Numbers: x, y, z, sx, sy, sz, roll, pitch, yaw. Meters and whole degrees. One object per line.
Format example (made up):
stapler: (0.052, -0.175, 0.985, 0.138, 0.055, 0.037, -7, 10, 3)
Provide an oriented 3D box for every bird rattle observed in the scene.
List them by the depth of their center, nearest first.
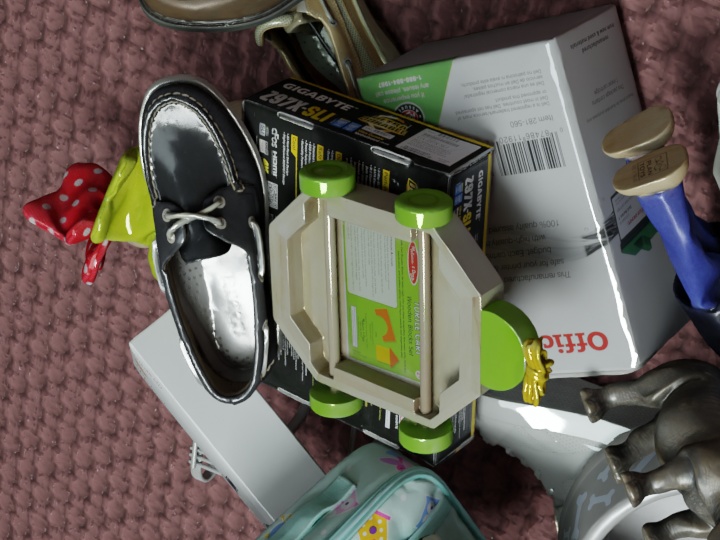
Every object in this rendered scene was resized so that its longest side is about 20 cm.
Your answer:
bird rattle: (-0.123, -0.050, 1.144, 0.113, 0.163, 0.200, 53, 165, -15)

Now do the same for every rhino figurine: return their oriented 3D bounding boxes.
rhino figurine: (0.187, 0.114, 0.909, 0.087, 0.200, 0.060, -23, 121, 3)

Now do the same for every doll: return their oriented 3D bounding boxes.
doll: (0.200, 0.009, 0.947, 0.048, 0.137, 0.200, -27, 122, 16)

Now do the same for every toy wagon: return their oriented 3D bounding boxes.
toy wagon: (0.030, 0.026, 0.962, 0.199, 0.040, 0.156, 18, 123, 35)

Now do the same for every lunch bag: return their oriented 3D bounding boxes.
lunch bag: (-0.011, 0.214, 1.045, 0.077, 0.200, 0.161, 27, 155, 52)

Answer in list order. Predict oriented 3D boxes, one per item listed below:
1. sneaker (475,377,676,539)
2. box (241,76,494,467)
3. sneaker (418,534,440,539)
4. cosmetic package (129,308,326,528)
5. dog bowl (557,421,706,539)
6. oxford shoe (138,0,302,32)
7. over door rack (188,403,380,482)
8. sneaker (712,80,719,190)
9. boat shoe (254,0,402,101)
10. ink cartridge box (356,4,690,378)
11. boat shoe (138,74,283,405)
sneaker: (0.120, 0.127, 1.094, 0.199, 0.074, 0.116, 18, 117, 27)
box: (0.000, 0.000, 1.038, 0.159, 0.049, 0.201, 21, 124, 32)
sneaker: (0.110, 0.210, 0.983, 0.199, 0.075, 0.077, 13, 99, -1)
cosmetic package: (-0.075, 0.117, 1.135, 0.200, 0.051, 0.083, 50, 166, 6)
dog bowl: (0.213, 0.186, 1.019, 0.199, 0.059, 0.201, 6, 116, 12)
oxford shoe: (-0.047, -0.200, 1.011, 0.199, 0.084, 0.073, -18, 71, 10)
over door rack: (-0.049, 0.076, 1.198, 0.147, 0.067, 0.201, 16, 120, 28)
sneaker: (0.231, -0.034, 0.923, 0.078, 0.099, 0.201, -13, 102, 39)
boat shoe: (-0.040, -0.166, 1.075, 0.200, 0.076, 0.072, 54, 132, 5)
ink cartridge box: (0.100, -0.042, 1.023, 0.146, 0.084, 0.201, -5, 108, 40)
boat shoe: (-0.092, -0.016, 1.019, 0.073, 0.060, 0.201, -5, 113, 8)
